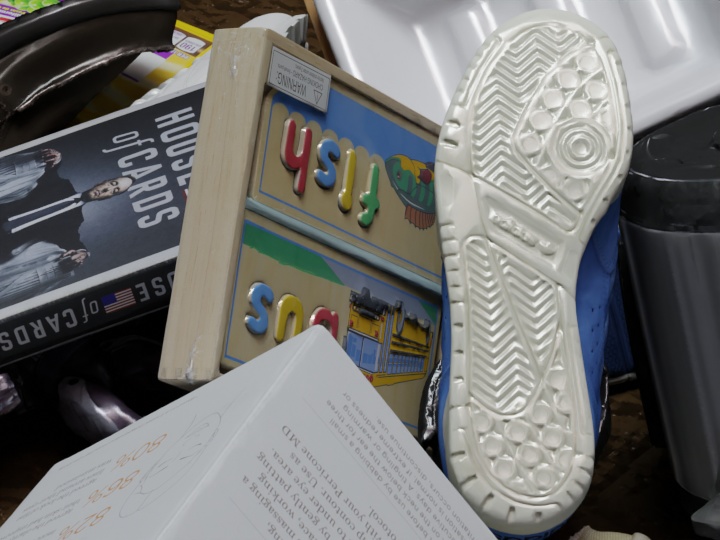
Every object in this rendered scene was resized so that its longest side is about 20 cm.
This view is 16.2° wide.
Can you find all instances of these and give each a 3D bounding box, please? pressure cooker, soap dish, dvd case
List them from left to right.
[{"bbox_3d":[-0.118,-0.018,1.053,0.200,0.025,0.150,-20,30,-3],"label":"dvd case"},{"bbox_3d":[0.088,-0.105,1.119,0.200,0.081,0.158,-25,72,14],"label":"soap dish"},{"bbox_3d":[0.198,0.033,0.994,0.176,0.200,0.179,-14,14,1],"label":"pressure cooker"}]

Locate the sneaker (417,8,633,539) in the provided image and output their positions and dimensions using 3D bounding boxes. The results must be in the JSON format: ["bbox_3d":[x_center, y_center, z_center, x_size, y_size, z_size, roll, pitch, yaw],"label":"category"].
[{"bbox_3d":[0.062,0.008,0.968,0.077,0.111,0.200,2,75,-1],"label":"sneaker"}]

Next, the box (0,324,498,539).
[{"bbox_3d":[-0.071,0.135,0.827,0.106,0.152,0.200,51,41,-13],"label":"box"}]

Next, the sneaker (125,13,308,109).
[{"bbox_3d":[-0.077,-0.064,1.180,0.080,0.077,0.200,6,35,16],"label":"sneaker"}]

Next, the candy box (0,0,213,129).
[{"bbox_3d":[-0.172,-0.116,1.269,0.200,0.026,0.102,23,44,21],"label":"candy box"}]

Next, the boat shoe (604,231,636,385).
[{"bbox_3d":[0.130,-0.006,1.139,0.200,0.072,0.072,-22,25,-24],"label":"boat shoe"}]

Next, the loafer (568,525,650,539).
[{"bbox_3d":[0.035,0.146,0.912,0.068,0.076,0.200,34,46,23],"label":"loafer"}]

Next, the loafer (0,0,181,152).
[{"bbox_3d":[-0.170,-0.074,1.175,0.200,0.071,0.073,-24,9,-16],"label":"loafer"}]

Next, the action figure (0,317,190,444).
[{"bbox_3d":[-0.106,0.043,1.033,0.200,0.069,0.130,19,51,27],"label":"action figure"}]

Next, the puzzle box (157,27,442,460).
[{"bbox_3d":[0.000,0.000,0.976,0.025,0.133,0.200,1,-13,34],"label":"puzzle box"}]
